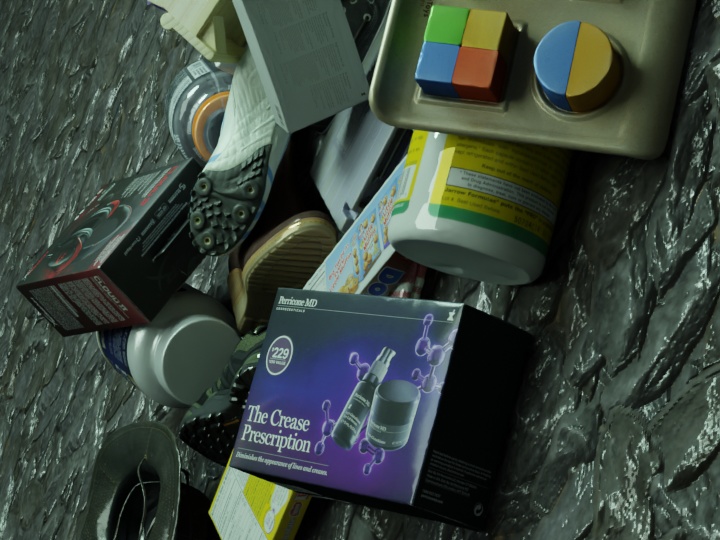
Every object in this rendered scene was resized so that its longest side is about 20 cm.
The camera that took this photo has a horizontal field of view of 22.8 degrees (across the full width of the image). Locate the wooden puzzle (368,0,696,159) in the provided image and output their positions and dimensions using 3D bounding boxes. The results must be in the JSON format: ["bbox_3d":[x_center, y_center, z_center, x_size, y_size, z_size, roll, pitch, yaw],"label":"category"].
[{"bbox_3d":[0.116,-0.176,1.175,0.046,0.199,0.186,52,-130,-68],"label":"wooden puzzle"}]

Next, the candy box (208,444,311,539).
[{"bbox_3d":[-0.069,0.158,1.441,0.102,0.026,0.201,60,137,46],"label":"candy box"}]

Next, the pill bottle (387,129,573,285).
[{"bbox_3d":[0.095,-0.100,1.244,0.113,0.112,0.201,-8,65,64],"label":"pill bottle"}]

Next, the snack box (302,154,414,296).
[{"bbox_3d":[0.000,0.000,1.405,0.200,0.024,0.072,-51,33,40],"label":"snack box"}]

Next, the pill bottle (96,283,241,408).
[{"bbox_3d":[-0.177,0.069,1.702,0.200,0.111,0.112,21,91,67],"label":"pill bottle"}]

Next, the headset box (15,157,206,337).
[{"bbox_3d":[-0.214,-0.021,1.679,0.200,0.075,0.149,-9,38,55],"label":"headset box"}]

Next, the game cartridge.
[{"bbox_3d":[0.023,-0.140,1.531,0.201,0.038,0.130,-62,21,19],"label":"game cartridge"}]

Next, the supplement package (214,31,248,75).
[{"bbox_3d":[-0.082,-0.258,1.735,0.120,0.121,0.200,-61,26,16],"label":"supplement package"}]

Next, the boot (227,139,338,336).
[{"bbox_3d":[-0.074,-0.051,1.602,0.200,0.072,0.167,130,146,-54],"label":"boot"}]

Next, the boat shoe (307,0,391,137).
[{"bbox_3d":[-0.010,-0.220,1.620,0.201,0.066,0.070,-65,24,14],"label":"boat shoe"}]

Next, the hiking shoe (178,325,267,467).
[{"bbox_3d":[-0.091,0.104,1.561,0.200,0.076,0.101,-41,16,52],"label":"hiking shoe"}]

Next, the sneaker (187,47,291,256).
[{"bbox_3d":[-0.097,-0.105,1.593,0.072,0.071,0.201,38,-111,-70],"label":"sneaker"}]

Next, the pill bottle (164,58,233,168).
[{"bbox_3d":[-0.134,-0.147,1.744,0.200,0.106,0.107,-128,60,-74],"label":"pill bottle"}]

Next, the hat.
[{"bbox_3d":[-0.185,0.232,1.636,0.200,0.081,0.202,-31,51,48],"label":"hat"}]

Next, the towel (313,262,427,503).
[{"bbox_3d":[-0.003,0.085,1.423,0.146,0.030,0.201,-3,72,65],"label":"towel"}]

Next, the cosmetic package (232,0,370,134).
[{"bbox_3d":[-0.062,-0.225,1.499,0.051,0.082,0.201,-134,23,-66],"label":"cosmetic package"}]

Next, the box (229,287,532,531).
[{"bbox_3d":[0.011,0.093,1.260,0.199,0.079,0.142,3,72,48],"label":"box"}]

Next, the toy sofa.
[{"bbox_3d":[-0.096,-0.286,1.571,0.200,0.098,0.083,-54,-16,18],"label":"toy sofa"}]
